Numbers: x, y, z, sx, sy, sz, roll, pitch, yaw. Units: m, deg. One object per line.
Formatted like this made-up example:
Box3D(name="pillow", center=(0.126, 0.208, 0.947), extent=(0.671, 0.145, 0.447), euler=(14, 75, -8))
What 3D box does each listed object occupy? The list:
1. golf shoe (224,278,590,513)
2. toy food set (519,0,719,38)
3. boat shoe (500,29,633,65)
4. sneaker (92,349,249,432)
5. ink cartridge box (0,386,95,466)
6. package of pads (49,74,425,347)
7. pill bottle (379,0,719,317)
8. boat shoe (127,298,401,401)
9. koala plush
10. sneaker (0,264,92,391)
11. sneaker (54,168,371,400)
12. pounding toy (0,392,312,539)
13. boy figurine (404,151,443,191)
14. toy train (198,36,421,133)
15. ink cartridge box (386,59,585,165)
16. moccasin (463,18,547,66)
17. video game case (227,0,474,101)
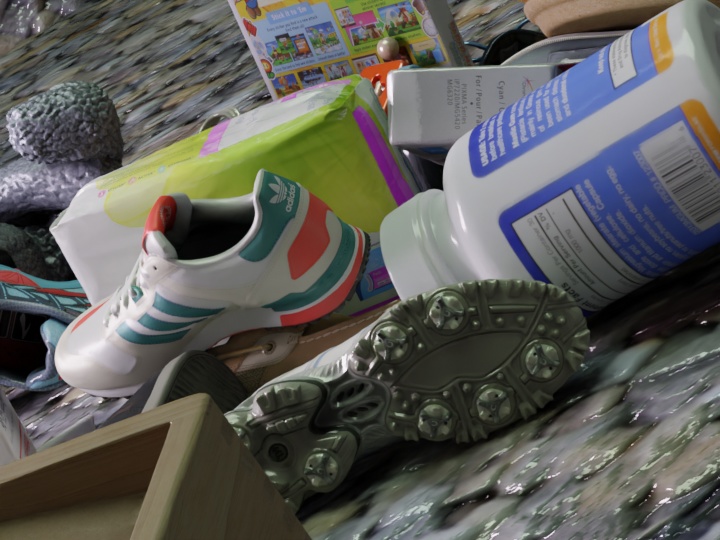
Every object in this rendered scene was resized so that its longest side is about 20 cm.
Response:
Box3D(name="golf shoe", center=(0.019, 0.051, 1.290), extent=(0.199, 0.079, 0.097), euler=(-22, 8, 13))
Box3D(name="toy food set", center=(0.194, -0.175, 1.632), extent=(0.199, 0.049, 0.198), euler=(-5, -5, 20))
Box3D(name="boat shoe", center=(0.142, -0.107, 1.603), extent=(0.199, 0.073, 0.062), euler=(-14, 15, 28))
Box3D(name="sneaker", center=(-0.126, 0.131, 1.312), extent=(0.106, 0.075, 0.200), euler=(-38, 12, 33))
Box3D(name="ink cartridge box", center=(-0.256, 0.121, 1.548), extent=(0.199, 0.068, 0.116), euler=(-28, 14, -3))
Box3D(name="package of pads", center=(-0.055, -0.007, 1.451), extent=(0.199, 0.155, 0.068), euler=(-22, 15, 21))
Box3D(name="pill bottle", center=(0.112, -0.040, 1.303), extent=(0.200, 0.112, 0.112), euler=(-31, 12, 23))
Box3D(name="boat shoe", center=(-0.044, 0.044, 1.393), extent=(0.199, 0.065, 0.071), euler=(-23, -10, 23))
Box3D(name="koala plush", center=(-0.236, 0.001, 1.759), extent=(0.200, 0.178, 0.184), euler=(-34, 4, -22))
Box3D(name="sneaker", center=(-0.171, 0.047, 1.550), extent=(0.199, 0.080, 0.096), euler=(3, 20, -11))
Box3D(name="sneaker", center=(-0.096, 0.000, 1.362), extent=(0.199, 0.093, 0.071), euler=(-21, 43, 31))
Box3D(name="pounding toy", center=(-0.120, 0.169, 1.064), extent=(0.199, 0.142, 0.184), euler=(-21, 28, 24))
Box3D(name="boy figurine", center=(-0.040, -0.033, 1.600), extent=(0.199, 0.065, 0.124), euler=(-19, 19, 19))
Box3D(name="toy train", center=(-0.033, -0.069, 1.751), extent=(0.199, 0.056, 0.151), euler=(-13, 49, 42))
Box3D(name="ink cartridge box", center=(0.120, -0.087, 1.457), extent=(0.175, 0.045, 0.200), euler=(-3, -2, 13))
Box3D(name="moccasin", center=(0.115, -0.133, 1.747), extent=(0.080, 0.068, 0.200), euler=(-31, 15, -12))
Box3D(name="video game case", center=(-0.003, -0.149, 1.786), extent=(0.023, 0.183, 0.200), euler=(-34, 15, -35))
